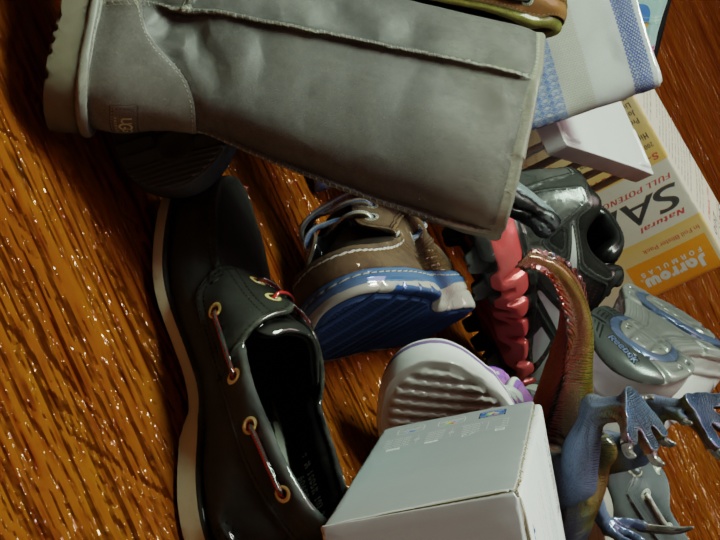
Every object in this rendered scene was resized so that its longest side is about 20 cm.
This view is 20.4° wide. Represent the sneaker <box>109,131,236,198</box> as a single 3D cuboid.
[{"bbox_3d":[-0.076,-0.107,0.924,0.082,0.070,0.201,75,13,-58],"label":"sneaker"}]

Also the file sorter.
[{"bbox_3d":[0.072,-0.102,1.196,0.200,0.124,0.139,5,61,-68],"label":"file sorter"}]

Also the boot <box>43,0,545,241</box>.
[{"bbox_3d":[-0.020,-0.113,0.841,0.073,0.199,0.183,84,14,-74],"label":"boot"}]

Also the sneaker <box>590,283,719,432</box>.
[{"bbox_3d":[0.144,0.062,1.076,0.074,0.087,0.200,34,16,19],"label":"sneaker"}]

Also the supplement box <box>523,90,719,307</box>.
[{"bbox_3d":[0.152,-0.072,1.361,0.200,0.126,0.074,56,21,-22],"label":"supplement box"}]

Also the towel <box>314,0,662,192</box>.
[{"bbox_3d":[0.051,-0.137,1.076,0.024,0.199,0.148,55,18,-79],"label":"towel"}]

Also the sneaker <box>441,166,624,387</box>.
[{"bbox_3d":[0.106,0.013,1.130,0.201,0.097,0.071,75,-9,-51],"label":"sneaker"}]

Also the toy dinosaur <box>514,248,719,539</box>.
[{"bbox_3d":[0.100,0.109,0.971,0.105,0.181,0.201,-17,75,-45],"label":"toy dinosaur"}]

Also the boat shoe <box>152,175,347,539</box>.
[{"bbox_3d":[-0.044,0.038,0.842,0.074,0.063,0.202,40,30,-46],"label":"boat shoe"}]

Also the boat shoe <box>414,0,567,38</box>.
[{"bbox_3d":[0.010,-0.151,1.032,0.072,0.199,0.068,65,24,-80],"label":"boat shoe"}]

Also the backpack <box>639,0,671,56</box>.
[{"bbox_3d":[0.147,-0.209,1.432,0.178,0.150,0.201,-123,-147,-59],"label":"backpack"}]

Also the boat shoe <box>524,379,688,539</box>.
[{"bbox_3d":[0.146,0.130,1.160,0.073,0.062,0.201,19,-36,52],"label":"boat shoe"}]

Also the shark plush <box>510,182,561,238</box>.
[{"bbox_3d":[0.022,-0.091,0.978,0.199,0.091,0.083,31,49,4],"label":"shark plush"}]

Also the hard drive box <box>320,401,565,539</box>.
[{"bbox_3d":[0.048,0.150,0.814,0.200,0.076,0.157,-34,113,-82],"label":"hard drive box"}]

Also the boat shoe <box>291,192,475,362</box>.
[{"bbox_3d":[0.000,0.000,0.996,0.073,0.072,0.200,63,10,9],"label":"boat shoe"}]

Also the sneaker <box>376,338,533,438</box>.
[{"bbox_3d":[0.055,0.079,1.039,0.115,0.072,0.201,-100,166,-45],"label":"sneaker"}]
